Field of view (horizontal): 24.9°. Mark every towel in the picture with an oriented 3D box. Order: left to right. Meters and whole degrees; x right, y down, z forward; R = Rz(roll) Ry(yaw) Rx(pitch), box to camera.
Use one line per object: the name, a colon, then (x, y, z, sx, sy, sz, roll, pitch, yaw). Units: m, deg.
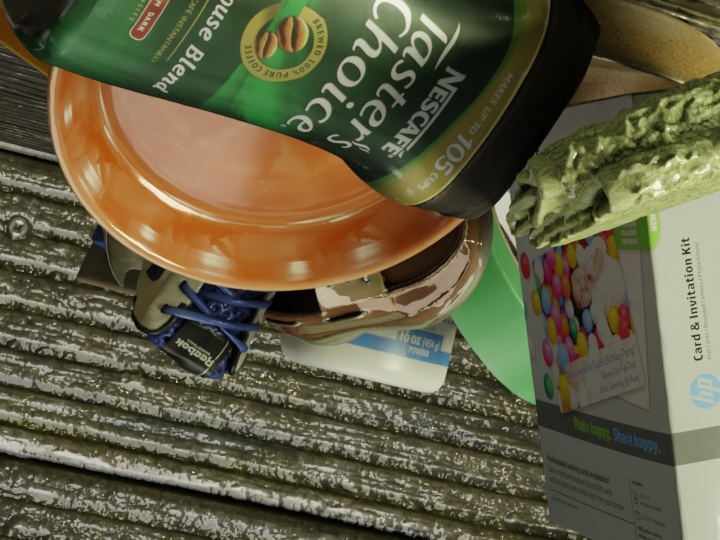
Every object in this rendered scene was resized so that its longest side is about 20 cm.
towel: (0.145, -0.055, 0.568, 0.198, 0.037, 0.148, -19, 178, -2)

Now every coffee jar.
coffee jar: (-0.014, -0.091, 0.561, 0.198, 0.105, 0.086, 19, -155, -35)

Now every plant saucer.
plant saucer: (-0.028, -0.075, 0.671, 0.198, 0.201, 0.033, 14, -142, -21)
plant saucer: (0.096, -0.102, 0.774, 0.198, 0.036, 0.200, 13, 178, 1)

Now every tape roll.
tape roll: (0.104, -0.011, 1.091, 0.048, 0.203, 0.200, -28, 159, 24)

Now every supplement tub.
supplement tub: (0.021, -0.019, 1.224, 0.130, 0.203, 0.132, 13, 179, 0)

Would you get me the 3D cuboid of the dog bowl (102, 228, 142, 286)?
dog bowl: (-0.075, -0.064, 1.006, 0.199, 0.201, 0.059, 15, -148, -48)

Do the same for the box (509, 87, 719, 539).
box: (0.118, 0.024, 0.737, 0.041, 0.203, 0.156, -7, -177, -15)

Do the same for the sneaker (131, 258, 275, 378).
sneaker: (-0.059, -0.006, 0.865, 0.080, 0.116, 0.199, 28, 146, -29)

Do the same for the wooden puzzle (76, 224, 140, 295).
wooden puzzle: (-0.136, -0.069, 1.241, 0.046, 0.187, 0.199, 33, 165, -38)

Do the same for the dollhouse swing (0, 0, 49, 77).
dollhouse swing: (-0.210, -0.093, 0.747, 0.181, 0.177, 0.199, 35, -172, 26)

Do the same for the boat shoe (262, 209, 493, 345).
boat shoe: (0.000, 0.000, 0.976, 0.071, 0.077, 0.199, 12, 154, -35)
